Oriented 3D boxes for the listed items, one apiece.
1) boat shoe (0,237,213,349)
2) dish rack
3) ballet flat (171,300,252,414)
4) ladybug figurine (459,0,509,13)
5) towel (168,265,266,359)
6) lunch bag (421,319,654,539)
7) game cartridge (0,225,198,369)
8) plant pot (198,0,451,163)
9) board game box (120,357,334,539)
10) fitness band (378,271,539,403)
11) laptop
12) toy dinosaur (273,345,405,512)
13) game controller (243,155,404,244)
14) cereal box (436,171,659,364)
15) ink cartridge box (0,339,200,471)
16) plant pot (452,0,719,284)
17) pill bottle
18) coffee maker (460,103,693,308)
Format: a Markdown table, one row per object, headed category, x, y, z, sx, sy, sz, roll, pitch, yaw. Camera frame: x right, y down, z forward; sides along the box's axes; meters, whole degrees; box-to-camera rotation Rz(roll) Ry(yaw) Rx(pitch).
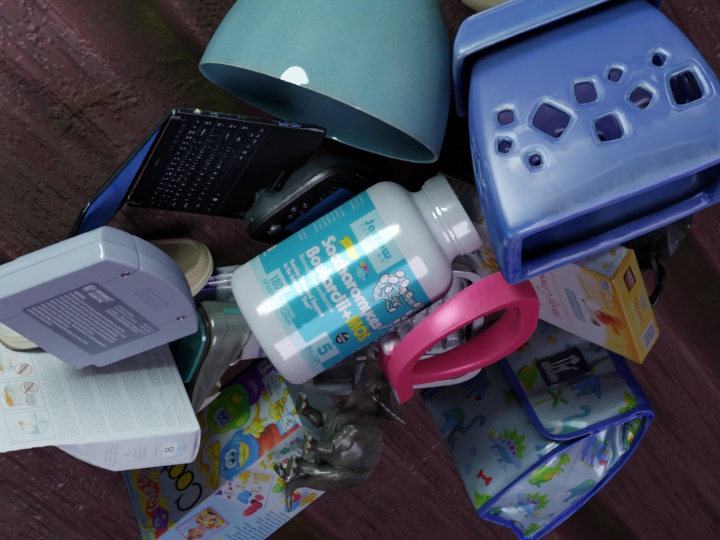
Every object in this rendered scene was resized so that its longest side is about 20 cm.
| category | x | y | z | sx | sy | sz | roll | pitch | yaw |
| --- | --- | --- | --- | --- | --- | --- | --- | --- | --- |
| boat shoe | -0.225 | 0.008 | 1.633 | 0.198 | 0.072 | 0.065 | -15 | 139 | -4 |
| dish rack | 0.026 | 0.044 | 1.725 | 0.170 | 0.044 | 0.201 | -5 | 148 | -1 |
| ballet flat | -0.147 | 0.094 | 1.728 | 0.063 | 0.068 | 0.200 | -5 | 149 | -30 |
| ladybug figurine | 0.147 | -0.249 | 1.505 | 0.199 | 0.135 | 0.073 | -21 | 100 | -33 |
| towel | -0.083 | 0.036 | 1.744 | 0.198 | 0.024 | 0.147 | -7 | 147 | -13 |
| lunch bag | 0.183 | 0.141 | 1.896 | 0.200 | 0.171 | 0.127 | -40 | 137 | 16 |
| game cartridge | -0.211 | 0.023 | 1.533 | 0.132 | 0.041 | 0.200 | -16 | 158 | 11 |
| plant pot | -0.011 | -0.184 | 1.482 | 0.199 | 0.199 | 0.136 | 25 | 83 | -41 |
| board game box | -0.118 | 0.191 | 1.844 | 0.200 | 0.103 | 0.105 | -38 | 136 | 12 |
| fitness band | 0.085 | 0.056 | 1.632 | 0.143 | 0.038 | 0.200 | -27 | 164 | -6 |
| laptop | -0.146 | -0.047 | 1.543 | 0.198 | 0.104 | 0.177 | 6 | 156 | -19 |
| toy dinosaur | -0.018 | 0.166 | 1.738 | 0.101 | 0.077 | 0.201 | 7 | 122 | -20 |
| game controller | -0.028 | -0.054 | 1.629 | 0.104 | 0.042 | 0.200 | -26 | 169 | 16 |
| cereal box | 0.155 | -0.002 | 1.641 | 0.040 | 0.199 | 0.144 | -56 | 147 | -18 |
| ink cartridge box | -0.254 | 0.106 | 1.647 | 0.198 | 0.161 | 0.048 | -5 | 133 | -22 |
| plant pot | 0.172 | -0.119 | 1.466 | 0.199 | 0.181 | 0.200 | -20 | 169 | 0 |
| pill bottle | 0.000 | 0.000 | 1.573 | 0.199 | 0.111 | 0.111 | -32 | 138 | 2 |
| coffee maker | 0.197 | -0.088 | 1.658 | 0.199 | 0.193 | 0.134 | 23 | 136 | -39 |
